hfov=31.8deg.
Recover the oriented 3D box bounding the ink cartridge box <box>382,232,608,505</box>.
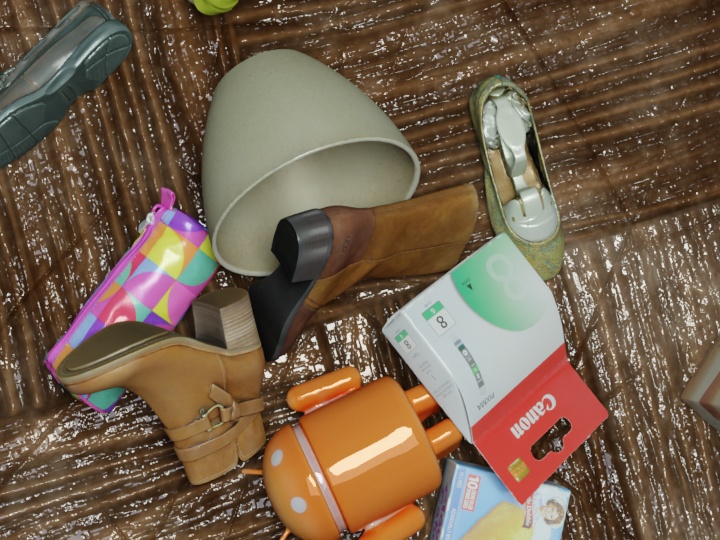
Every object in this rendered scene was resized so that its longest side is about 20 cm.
[{"bbox_3d":[0.137,0.085,1.154,0.160,0.050,0.201,-34,81,-39],"label":"ink cartridge box"}]

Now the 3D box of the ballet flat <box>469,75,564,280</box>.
[{"bbox_3d":[0.151,-0.088,1.202,0.070,0.071,0.203,-15,89,-6],"label":"ballet flat"}]

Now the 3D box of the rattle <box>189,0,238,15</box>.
[{"bbox_3d":[-0.126,-0.345,1.189,0.141,0.131,0.201,-22,63,-17],"label":"rattle"}]

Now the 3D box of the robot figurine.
[{"bbox_3d":[-0.004,0.174,1.147,0.198,0.117,0.145,-25,113,-6],"label":"robot figurine"}]

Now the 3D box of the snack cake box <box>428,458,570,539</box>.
[{"bbox_3d":[0.116,0.288,1.178,0.113,0.067,0.203,13,86,-4],"label":"snack cake box"}]

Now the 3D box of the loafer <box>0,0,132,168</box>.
[{"bbox_3d":[-0.302,-0.170,1.170,0.200,0.072,0.063,-43,72,-13],"label":"loafer"}]

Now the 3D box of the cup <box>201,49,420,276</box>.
[{"bbox_3d":[-0.063,-0.111,1.134,0.198,0.201,0.145,-22,66,-6],"label":"cup"}]

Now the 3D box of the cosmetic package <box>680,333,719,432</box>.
[{"bbox_3d":[0.379,0.107,1.145,0.087,0.200,0.104,37,84,-4],"label":"cosmetic package"}]

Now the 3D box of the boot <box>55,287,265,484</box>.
[{"bbox_3d":[-0.167,0.116,1.118,0.199,0.076,0.158,-24,116,-41],"label":"boot"}]

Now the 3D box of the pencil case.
[{"bbox_3d":[-0.206,0.029,1.153,0.088,0.088,0.201,34,84,-3],"label":"pencil case"}]

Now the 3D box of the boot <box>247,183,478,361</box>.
[{"bbox_3d":[0.000,0.000,1.172,0.198,0.190,0.069,-12,48,-31],"label":"boot"}]
